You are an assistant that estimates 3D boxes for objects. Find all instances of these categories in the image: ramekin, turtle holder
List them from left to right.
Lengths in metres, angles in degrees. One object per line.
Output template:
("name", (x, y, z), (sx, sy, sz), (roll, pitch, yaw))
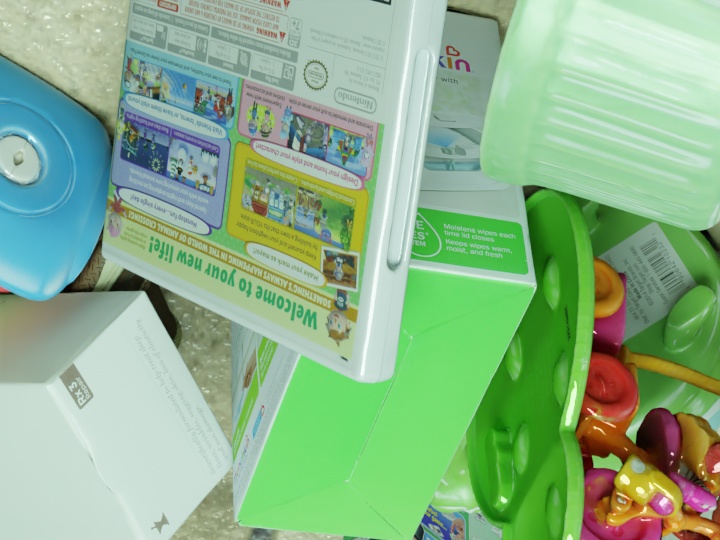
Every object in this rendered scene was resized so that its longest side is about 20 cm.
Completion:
("turtle holder", (0.119, 0.060, 1.024), (0.141, 0.186, 0.132), (26, 169, 35))
("ramekin", (0.131, -0.114, 0.807), (0.098, 0.200, 0.200), (22, 137, 10))

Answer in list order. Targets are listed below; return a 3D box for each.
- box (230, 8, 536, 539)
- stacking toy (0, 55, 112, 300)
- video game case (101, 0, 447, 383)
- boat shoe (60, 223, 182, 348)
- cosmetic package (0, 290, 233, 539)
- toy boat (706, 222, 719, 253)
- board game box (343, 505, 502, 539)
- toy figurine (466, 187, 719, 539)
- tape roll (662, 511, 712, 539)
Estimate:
("box", (0.000, 0.000, 0.961), (0.096, 0.177, 0.200), (8, 136, -13))
("stacking toy", (-0.223, -0.018, 1.018), (0.110, 0.116, 0.200), (33, 140, -25))
("video game case", (-0.042, -0.068, 0.845), (0.022, 0.200, 0.182), (-3, 107, -39))
("boat shoe", (-0.128, 0.017, 1.064), (0.075, 0.075, 0.202), (20, 146, -17))
("cosmetic package", (-0.174, 0.077, 1.019), (0.200, 0.081, 0.113), (-1, 125, 40))
("toy boat", (0.250, -0.030, 0.985), (0.131, 0.131, 0.200), (-38, 131, -3))
("board game box", (0.064, 0.166, 1.166), (0.029, 0.135, 0.200), (-29, 128, 28))
("toy figurine", (0.156, 0.071, 0.868), (0.184, 0.200, 0.150), (10, 137, -12))
("tape roll", (0.231, 0.180, 1.129), (0.037, 0.203, 0.203), (22, 133, -21))
